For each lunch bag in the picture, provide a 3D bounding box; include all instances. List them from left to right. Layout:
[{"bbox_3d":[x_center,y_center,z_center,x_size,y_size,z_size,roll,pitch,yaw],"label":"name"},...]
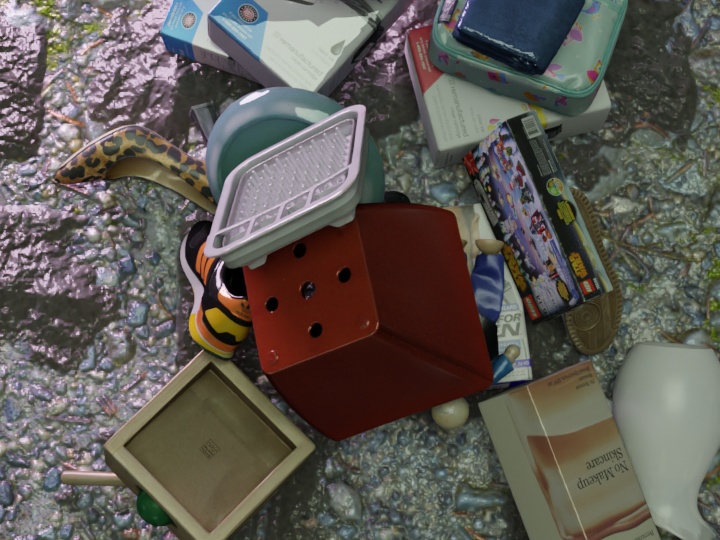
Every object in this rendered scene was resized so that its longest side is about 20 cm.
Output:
[{"bbox_3d":[0.176,-0.268,1.586,0.199,0.077,0.161,21,78,5],"label":"lunch bag"}]

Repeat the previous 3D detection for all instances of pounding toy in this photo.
[{"bbox_3d":[-0.187,0.204,1.574,0.184,0.142,0.200,44,72,6],"label":"pounding toy"}]

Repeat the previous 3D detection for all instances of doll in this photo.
[{"bbox_3d":[0.102,0.067,1.566,0.136,0.048,0.201,5,83,10],"label":"doll"}]

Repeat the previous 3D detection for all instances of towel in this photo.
[{"bbox_3d":[0.182,-0.300,1.531,0.111,0.049,0.200,26,73,9],"label":"towel"}]

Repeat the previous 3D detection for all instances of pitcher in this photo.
[{"bbox_3d":[0.302,0.177,1.585,0.171,0.121,0.201,5,91,16],"label":"pitcher"}]

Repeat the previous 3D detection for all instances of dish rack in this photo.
[{"bbox_3d":[-0.062,-0.077,1.453,0.171,0.200,0.044,-26,116,18],"label":"dish rack"}]

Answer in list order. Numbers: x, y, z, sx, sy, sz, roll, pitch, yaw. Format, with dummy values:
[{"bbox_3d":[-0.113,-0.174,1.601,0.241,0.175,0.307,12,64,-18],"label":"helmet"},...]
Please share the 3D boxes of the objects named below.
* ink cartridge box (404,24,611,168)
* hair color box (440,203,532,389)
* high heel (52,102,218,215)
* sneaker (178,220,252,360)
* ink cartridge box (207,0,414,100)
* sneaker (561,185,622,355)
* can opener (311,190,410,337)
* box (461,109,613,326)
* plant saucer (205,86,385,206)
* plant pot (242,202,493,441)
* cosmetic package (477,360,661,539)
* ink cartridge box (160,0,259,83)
[{"bbox_3d":[0.161,-0.213,1.658,0.199,0.086,0.148,-15,80,-1],"label":"ink cartridge box"},{"bbox_3d":[0.120,0.031,1.628,0.109,0.065,0.201,-7,79,-1],"label":"hair color box"},{"bbox_3d":[-0.228,-0.091,1.642,0.199,0.071,0.143,-20,80,-9],"label":"high heel"},{"bbox_3d":[-0.138,0.002,1.577,0.070,0.200,0.090,27,120,-28],"label":"sneaker"},{"bbox_3d":[-0.047,-0.288,1.601,0.145,0.084,0.200,41,80,3],"label":"ink cartridge box"},{"bbox_3d":[0.225,-0.011,1.639,0.071,0.112,0.201,-20,112,-13],"label":"sneaker"},{"bbox_3d":[0.000,0.000,1.641,0.063,0.079,0.201,24,83,-35],"label":"can opener"},{"bbox_3d":[0.180,-0.051,1.543,0.040,0.137,0.201,-21,83,-19],"label":"box"},{"bbox_3d":[-0.074,-0.097,1.579,0.199,0.027,0.201,7,121,12],"label":"plant saucer"},{"bbox_3d":[-0.009,0.037,1.493,0.199,0.176,0.201,-22,66,23],"label":"plant pot"},{"bbox_3d":[0.214,0.206,1.524,0.103,0.087,0.201,-19,85,-37],"label":"cosmetic package"},{"bbox_3d":[-0.110,-0.275,1.674,0.199,0.068,0.116,20,81,2],"label":"ink cartridge box"}]
